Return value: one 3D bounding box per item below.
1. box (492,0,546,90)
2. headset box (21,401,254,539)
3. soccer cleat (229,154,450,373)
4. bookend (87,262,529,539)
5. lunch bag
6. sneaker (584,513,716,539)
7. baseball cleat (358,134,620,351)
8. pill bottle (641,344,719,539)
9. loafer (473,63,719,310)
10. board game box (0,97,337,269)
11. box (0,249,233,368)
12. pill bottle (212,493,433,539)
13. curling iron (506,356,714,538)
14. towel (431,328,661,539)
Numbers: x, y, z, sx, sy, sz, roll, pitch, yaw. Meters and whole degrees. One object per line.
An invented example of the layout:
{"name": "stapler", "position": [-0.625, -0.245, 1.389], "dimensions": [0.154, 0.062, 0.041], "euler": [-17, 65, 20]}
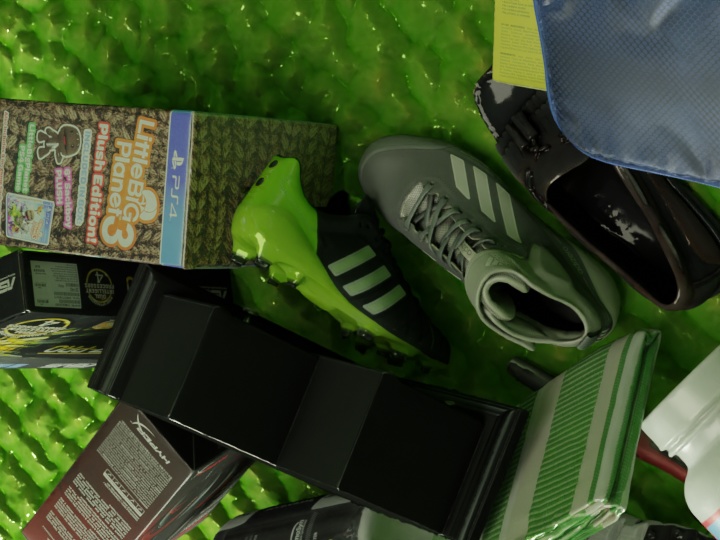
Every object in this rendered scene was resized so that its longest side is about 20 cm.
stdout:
{"name": "box", "position": [0.116, -0.210, 1.044], "dimensions": [0.050, 0.075, 0.201], "euler": [14, 115, 30]}
{"name": "headset box", "position": [-0.145, 0.145, 1.319], "dimensions": [0.075, 0.148, 0.200], "euler": [48, 127, 10]}
{"name": "soccer cleat", "position": [0.000, 0.000, 1.175], "dimensions": [0.200, 0.081, 0.067], "euler": [37, 164, -37]}
{"name": "bookend", "position": [-0.037, 0.081, 1.140], "dimensions": [0.198, 0.199, 0.093], "euler": [9, 74, 62]}
{"name": "lunch bag", "position": [0.208, -0.133, 0.969], "dimensions": [0.199, 0.132, 0.136], "euler": [18, 138, 31]}
{"name": "sneaker", "position": [0.188, 0.195, 1.145], "dimensions": [0.199, 0.090, 0.067], "euler": [20, 78, 40]}
{"name": "baseball cleat", "position": [0.072, -0.021, 1.128], "dimensions": [0.199, 0.106, 0.070], "euler": [32, 111, 16]}
{"name": "pill bottle", "position": [0.261, 0.135, 1.054], "dimensions": [0.200, 0.109, 0.109], "euler": [46, 127, 12]}
{"name": "loafer", "position": [0.140, -0.054, 1.093], "dimensions": [0.200, 0.063, 0.072], "euler": [45, 127, 13]}
{"name": "board game box", "position": [-0.143, -0.059, 1.218], "dimensions": [0.199, 0.159, 0.098], "euler": [7, 94, 32]}
{"name": "box", "position": [-0.213, 0.031, 1.290], "dimensions": [0.160, 0.199, 0.049], "euler": [-16, 77, 37]}
{"name": "pill bottle", "position": [-0.040, 0.218, 1.300], "dimensions": [0.199, 0.106, 0.107], "euler": [-17, 98, 38]}
{"name": "curling iron", "position": [0.173, 0.117, 1.161], "dimensions": [0.200, 0.026, 0.050], "euler": [36, 122, 19]}
{"name": "towel", "position": [0.107, 0.128, 1.118], "dimensions": [0.023, 0.153, 0.200], "euler": [33, 136, -14]}
